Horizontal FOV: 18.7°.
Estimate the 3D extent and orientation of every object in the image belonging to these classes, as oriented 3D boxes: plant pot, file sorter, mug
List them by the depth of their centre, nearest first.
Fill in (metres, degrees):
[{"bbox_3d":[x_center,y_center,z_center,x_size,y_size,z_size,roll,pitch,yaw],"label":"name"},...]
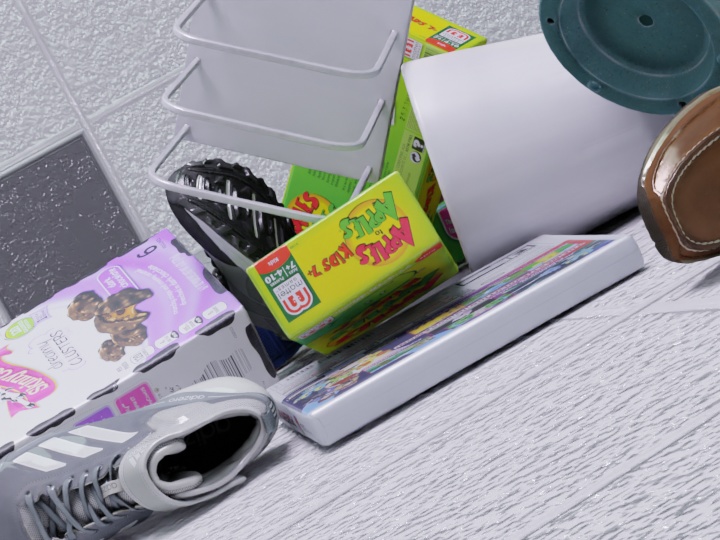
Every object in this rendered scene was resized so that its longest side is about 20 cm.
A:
[{"bbox_3d":[0.179,-0.176,1.252,0.200,0.200,0.134,-22,31,50],"label":"plant pot"},{"bbox_3d":[-0.045,-0.147,1.344,0.138,0.201,0.125,13,21,5],"label":"file sorter"},{"bbox_3d":[0.117,-0.097,1.394,0.152,0.150,0.187,-20,42,5],"label":"mug"}]

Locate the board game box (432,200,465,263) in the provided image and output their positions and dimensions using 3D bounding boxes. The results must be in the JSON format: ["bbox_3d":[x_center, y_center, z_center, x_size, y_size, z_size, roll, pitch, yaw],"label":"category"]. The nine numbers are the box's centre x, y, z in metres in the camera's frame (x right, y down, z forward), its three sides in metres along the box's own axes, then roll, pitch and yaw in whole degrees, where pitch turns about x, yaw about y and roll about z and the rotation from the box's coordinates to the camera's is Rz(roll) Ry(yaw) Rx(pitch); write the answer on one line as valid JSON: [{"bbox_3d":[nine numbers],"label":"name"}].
[{"bbox_3d":[0.155,-0.075,1.580,0.199,0.040,0.153,-24,7,38],"label":"board game box"}]

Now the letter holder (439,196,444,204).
[{"bbox_3d":[0.023,-0.074,1.695,0.100,0.143,0.200,-22,9,45],"label":"letter holder"}]

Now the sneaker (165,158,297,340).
[{"bbox_3d":[-0.073,-0.003,1.458,0.079,0.200,0.074,-20,53,23],"label":"sneaker"}]

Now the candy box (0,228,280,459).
[{"bbox_3d":[-0.171,0.074,1.409,0.199,0.072,0.168,-31,27,-10],"label":"candy box"}]

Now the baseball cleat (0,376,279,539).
[{"bbox_3d":[-0.139,0.113,1.194,0.199,0.070,0.106,-29,5,2],"label":"baseball cleat"}]

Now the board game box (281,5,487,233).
[{"bbox_3d":[0.011,-0.087,1.535,0.048,0.101,0.201,-35,-34,-55],"label":"board game box"}]

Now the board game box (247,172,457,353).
[{"bbox_3d":[0.000,0.000,1.313,0.101,0.048,0.200,-33,-7,2],"label":"board game box"}]

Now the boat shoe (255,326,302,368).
[{"bbox_3d":[-0.119,0.060,1.550,0.200,0.072,0.072,-31,5,-24],"label":"boat shoe"}]

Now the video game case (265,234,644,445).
[{"bbox_3d":[0.047,0.035,1.230,0.199,0.023,0.182,-29,5,-8],"label":"video game case"}]

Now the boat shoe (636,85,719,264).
[{"bbox_3d":[0.220,-0.070,1.064,0.200,0.076,0.074,-33,10,-28],"label":"boat shoe"}]
